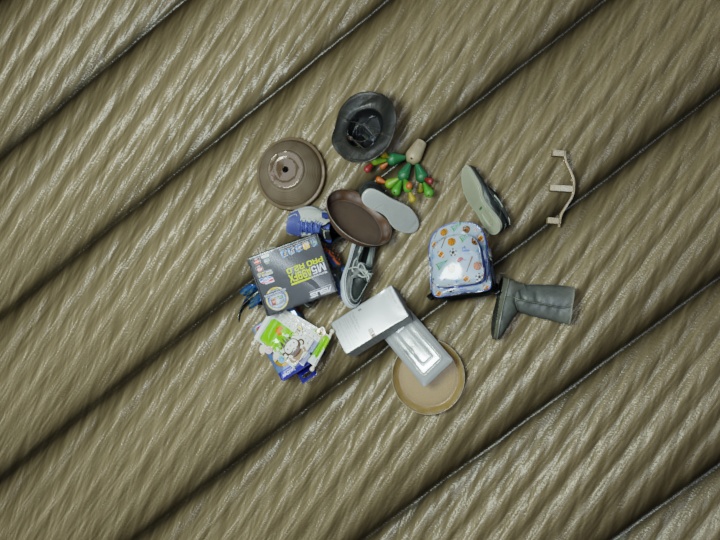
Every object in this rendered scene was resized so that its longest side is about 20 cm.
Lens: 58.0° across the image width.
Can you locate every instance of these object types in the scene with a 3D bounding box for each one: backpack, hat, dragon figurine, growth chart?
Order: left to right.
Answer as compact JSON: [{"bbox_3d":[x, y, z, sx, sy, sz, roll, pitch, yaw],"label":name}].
[{"bbox_3d":[-0.289,0.066,1.777,0.199,0.099,0.059,-36,86,13],"label":"dragon figurine"},{"bbox_3d":[-0.183,0.185,1.735,0.197,0.018,0.147,24,91,6],"label":"growth chart"},{"bbox_3d":[0.021,-0.375,1.759,0.197,0.081,0.205,-5,76,21],"label":"hat"},{"bbox_3d":[0.258,-0.028,1.699,0.196,0.154,0.194,-7,73,12],"label":"backpack"}]

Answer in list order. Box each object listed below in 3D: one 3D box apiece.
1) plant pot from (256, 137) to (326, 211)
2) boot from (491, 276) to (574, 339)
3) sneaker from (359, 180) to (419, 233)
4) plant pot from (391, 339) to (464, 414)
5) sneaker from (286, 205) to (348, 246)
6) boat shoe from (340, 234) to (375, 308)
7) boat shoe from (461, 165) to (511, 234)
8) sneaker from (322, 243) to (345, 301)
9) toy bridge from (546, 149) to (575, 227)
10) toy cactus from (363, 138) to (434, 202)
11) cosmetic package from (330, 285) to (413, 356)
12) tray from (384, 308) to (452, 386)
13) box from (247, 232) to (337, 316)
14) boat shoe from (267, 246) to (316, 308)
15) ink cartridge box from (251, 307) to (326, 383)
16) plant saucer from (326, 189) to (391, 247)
[{"bbox_3d":[-0.196,-0.270,1.783,0.197,0.093,0.205,0,88,7],"label":"plant pot"},{"bbox_3d":[0.455,0.113,1.718,0.196,0.073,0.185,14,92,0],"label":"boot"},{"bbox_3d":[0.076,-0.178,1.758,0.198,0.100,0.071,31,108,-28],"label":"sneaker"},{"bbox_3d":[0.183,0.286,1.760,0.196,0.027,0.204,0,89,6],"label":"plant pot"},{"bbox_3d":[-0.109,-0.120,1.749,0.195,0.115,0.082,3,109,7],"label":"sneaker"},{"bbox_3d":[0.002,0.001,1.736,0.073,0.068,0.203,29,66,-29],"label":"boat shoe"},{"bbox_3d":[0.334,-0.193,1.742,0.067,0.072,0.202,-22,78,-30],"label":"boat shoe"},{"bbox_3d":[-0.066,0.018,1.777,0.075,0.078,0.202,-39,99,-36],"label":"sneaker"},{"bbox_3d":[0.535,-0.217,1.728,0.066,0.027,0.204,4,90,5],"label":"toy bridge"},{"bbox_3d":[0.123,-0.282,1.754,0.198,0.102,0.167,28,82,15],"label":"toy cactus"},{"bbox_3d":[0.032,0.137,1.742,0.198,0.074,0.103,-34,69,9],"label":"cosmetic package"},{"bbox_3d":[0.144,0.200,1.738,0.107,0.022,0.200,-43,67,4],"label":"tray"},{"bbox_3d":[-0.176,0.010,1.695,0.197,0.044,0.163,-19,96,0],"label":"box"},{"bbox_3d":[-0.192,0.017,1.782,0.200,0.072,0.068,45,126,13],"label":"boat shoe"},{"bbox_3d":[-0.187,0.207,1.781,0.135,0.076,0.202,-33,87,5],"label":"ink cartridge box"},{"bbox_3d":[-0.009,-0.133,1.727,0.200,0.200,0.035,41,127,5],"label":"plant saucer"}]
